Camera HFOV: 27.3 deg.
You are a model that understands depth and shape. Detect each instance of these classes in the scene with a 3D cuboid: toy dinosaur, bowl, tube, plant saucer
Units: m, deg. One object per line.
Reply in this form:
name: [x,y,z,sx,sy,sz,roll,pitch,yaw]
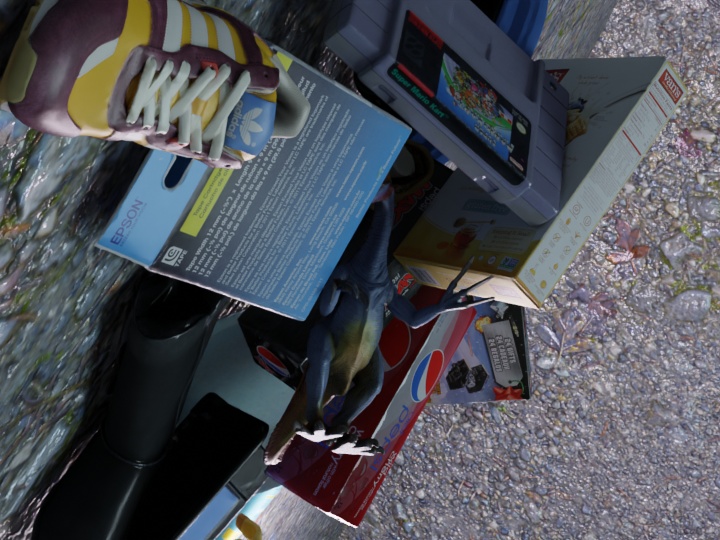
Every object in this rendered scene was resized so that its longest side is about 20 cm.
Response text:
toy dinosaur: [-0.016,0.026,1.010,0.104,0.199,0.184,22,63,-44]
bowl: [0.072,-0.170,1.213,0.201,0.039,0.202,-45,-154,28]
tube: [-0.136,0.286,1.857,0.201,0.050,0.077,-56,165,13]
plant saucer: [-0.089,0.098,1.207,0.199,0.039,0.203,-15,131,-18]

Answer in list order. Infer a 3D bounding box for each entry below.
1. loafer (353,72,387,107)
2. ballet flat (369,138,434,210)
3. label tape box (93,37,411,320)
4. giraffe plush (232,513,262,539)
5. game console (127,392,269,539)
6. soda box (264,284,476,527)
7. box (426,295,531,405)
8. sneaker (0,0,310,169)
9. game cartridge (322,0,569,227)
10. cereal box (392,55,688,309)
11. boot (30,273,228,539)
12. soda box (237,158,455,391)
loafer: [0.053,-0.221,1.152,0.202,0.068,0.070,-56,151,8]
ballet flat: [-0.017,-0.078,1.030,0.063,0.070,0.199,-14,175,34]
label tape box: [-0.072,-0.063,0.881,0.199,0.066,0.144,22,99,-54]
giraffe plush: [-0.165,0.294,1.374,0.199,0.173,0.162,-31,147,5]
game console: [-0.134,0.205,1.115,0.200,0.116,0.176,-47,142,-13]
soda box: [0.010,0.095,1.169,0.201,0.070,0.063,-60,152,-7]
box: [0.069,0.017,1.251,0.040,0.135,0.202,-72,157,-65]
sneaker: [-0.084,-0.087,0.678,0.075,0.090,0.200,-61,169,20]
game cartridge: [0.064,-0.131,0.976,0.038,0.199,0.130,-33,-149,33]
cereal box: [0.127,-0.069,1.063,0.201,0.040,0.143,-54,-149,-17]
boot: [-0.153,0.101,0.994,0.201,0.065,0.166,-60,-174,43]
soda box: [0.000,0.000,1.125,0.200,0.070,0.064,-48,152,-20]
